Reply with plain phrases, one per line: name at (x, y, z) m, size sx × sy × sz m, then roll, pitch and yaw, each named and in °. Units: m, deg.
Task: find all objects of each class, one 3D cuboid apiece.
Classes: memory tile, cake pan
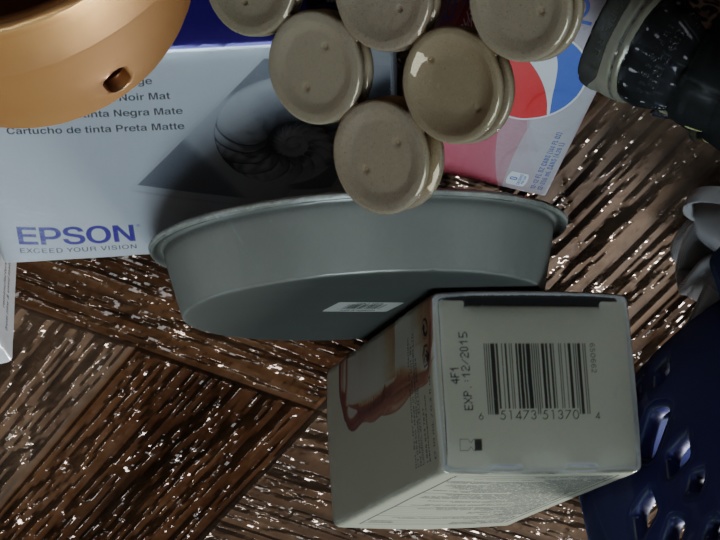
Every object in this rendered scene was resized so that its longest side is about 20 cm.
memory tile at (0.027, -0.134, 1.229) m, size 0.200 × 0.154 × 0.017 m, roll -47°, pitch 162°, yaw 32°
cake pan at (0.000, 0.000, 1.384) m, size 0.199 × 0.037 × 0.200 m, roll -4°, pitch 169°, yaw -1°

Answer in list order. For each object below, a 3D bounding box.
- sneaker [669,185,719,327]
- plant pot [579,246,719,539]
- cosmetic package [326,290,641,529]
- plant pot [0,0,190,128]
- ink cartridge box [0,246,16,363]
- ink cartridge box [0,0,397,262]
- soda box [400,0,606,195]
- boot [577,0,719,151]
sneaker at (0.214, 0.023, 1.471) m, size 0.114 × 0.075 × 0.201 m, roll -4°, pitch 134°, yaw 2°
plant pot at (0.232, 0.103, 1.366) m, size 0.199 × 0.200 × 0.181 m, roll 12°, pitch 121°, yaw -14°
cosmetic package at (0.055, 0.071, 1.436) m, size 0.103 × 0.088 × 0.200 m, roll 0°, pitch 168°, yaw -16°
plant pot at (-0.143, -0.149, 1.177) m, size 0.199 × 0.201 × 0.140 m, roll -7°, pitch 156°, yaw 5°
ink cartridge box at (-0.264, -0.031, 1.370) m, size 0.144 × 0.085 × 0.200 m, roll -14°, pitch 138°, yaw 11°
ink cartridge box at (-0.081, -0.085, 1.352) m, size 0.198 × 0.041 × 0.201 m, roll -4°, pitch 139°, yaw 1°
soda box at (0.083, -0.130, 1.275) m, size 0.070 × 0.064 × 0.201 m, roll 11°, pitch 131°, yaw -16°
boot at (0.198, -0.070, 1.249) m, size 0.203 × 0.153 × 0.074 m, roll -7°, pitch 124°, yaw -57°
